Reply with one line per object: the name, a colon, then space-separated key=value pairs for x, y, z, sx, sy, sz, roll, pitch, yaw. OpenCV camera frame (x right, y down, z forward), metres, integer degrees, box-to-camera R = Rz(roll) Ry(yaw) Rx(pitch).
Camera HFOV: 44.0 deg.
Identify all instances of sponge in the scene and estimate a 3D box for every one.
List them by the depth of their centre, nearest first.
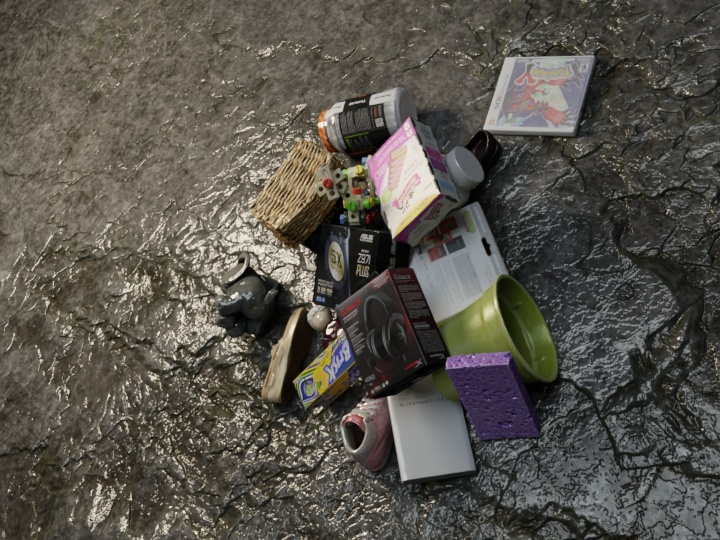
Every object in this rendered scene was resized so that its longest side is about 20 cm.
sponge: x=0.225 y=0.213 z=1.495 sx=0.111 sy=0.201 sz=0.030 roll=-7 pitch=43 yaw=25

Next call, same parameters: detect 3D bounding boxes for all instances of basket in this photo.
basket: x=-0.101 y=-0.140 z=1.843 sx=0.142 sy=0.149 sz=0.201 roll=30 pitch=80 yaw=41

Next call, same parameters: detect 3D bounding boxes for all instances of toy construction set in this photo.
toy construction set: x=-0.012 y=-0.154 z=1.726 sx=0.091 sy=0.200 sz=0.133 roll=1 pitch=99 yaw=25

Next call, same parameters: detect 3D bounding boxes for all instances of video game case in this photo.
video game case: x=0.367 y=-0.360 z=1.831 sx=0.198 sy=0.023 sz=0.184 roll=7 pitch=69 yaw=32

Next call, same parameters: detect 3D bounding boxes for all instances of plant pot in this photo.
plant pot: x=0.216 y=0.137 z=1.562 sx=0.183 sy=0.200 sz=0.202 roll=-30 pitch=53 yaw=27

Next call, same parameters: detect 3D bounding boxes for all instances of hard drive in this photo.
hard drive: x=0.122 y=0.275 z=1.598 sx=0.131 sy=0.027 sz=0.201 roll=-8 pitch=57 yaw=-3

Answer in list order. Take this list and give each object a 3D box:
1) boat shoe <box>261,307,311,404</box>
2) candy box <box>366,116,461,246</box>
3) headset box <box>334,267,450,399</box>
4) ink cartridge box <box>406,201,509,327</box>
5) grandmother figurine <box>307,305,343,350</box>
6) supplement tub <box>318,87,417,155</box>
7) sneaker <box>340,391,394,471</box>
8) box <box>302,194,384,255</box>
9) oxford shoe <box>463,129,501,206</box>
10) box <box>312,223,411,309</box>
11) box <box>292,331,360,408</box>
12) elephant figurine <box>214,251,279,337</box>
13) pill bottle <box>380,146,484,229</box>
boat shoe: x=-0.154 y=0.169 z=1.815 sx=0.064 sy=0.071 sz=0.202 roll=5 pitch=69 yaw=31
candy box: x=0.095 y=-0.165 z=1.657 sx=0.136 sy=0.061 sz=0.201 roll=-44 pitch=48 yaw=31
headset box: x=0.051 y=0.101 z=1.554 sx=0.149 sy=0.077 sz=0.201 roll=-36 pitch=68 yaw=37
ink cartridge box: x=0.187 y=-0.002 z=1.689 sx=0.174 sy=0.084 sz=0.201 roll=-24 pitch=62 yaw=13
grandmother figurine: x=-0.031 y=0.131 z=1.776 sx=0.199 sy=0.061 sz=0.121 roll=34 pitch=76 yaw=35
supplement tub: x=0.016 y=-0.322 z=1.949 sx=0.198 sy=0.123 sz=0.124 roll=-8 pitch=61 yaw=25
sneaker: x=0.023 y=0.259 z=1.644 sx=0.075 sy=0.105 sz=0.202 roll=-1 pitch=64 yaw=35
box: x=-0.058 y=-0.107 z=1.925 sx=0.200 sy=0.044 sz=0.161 roll=34 pitch=85 yaw=38
oxford shoe: x=0.208 y=-0.195 z=1.794 sx=0.072 sy=0.084 sz=0.201 roll=21 pitch=82 yaw=32
box: x=0.000 y=0.000 z=1.736 sx=0.199 sy=0.086 sz=0.166 roll=13 pitch=97 yaw=54
box: x=-0.038 y=0.182 z=1.694 sx=0.200 sy=0.070 sz=0.065 roll=-46 pitch=60 yaw=30
elephant figurine: x=-0.250 y=0.032 z=1.919 sx=0.153 sy=0.142 sz=0.201 roll=-1 pitch=43 yaw=-2
pill bottle: x=0.141 y=-0.149 z=1.733 sx=0.200 sy=0.112 sz=0.113 roll=-38 pitch=48 yaw=36
